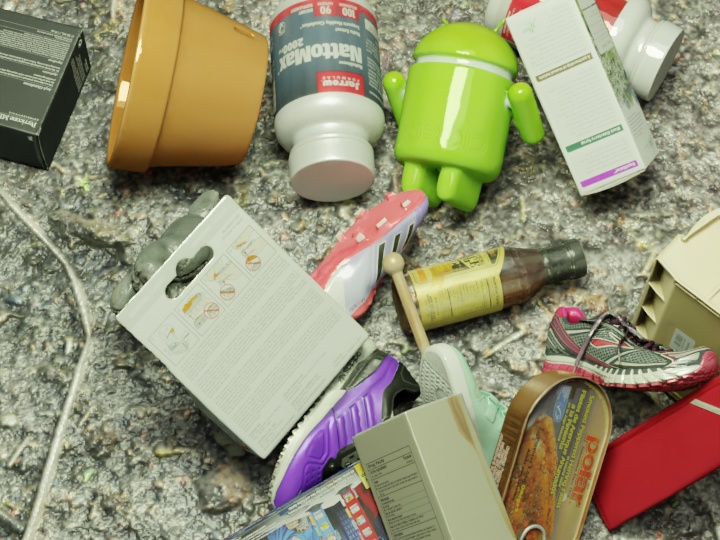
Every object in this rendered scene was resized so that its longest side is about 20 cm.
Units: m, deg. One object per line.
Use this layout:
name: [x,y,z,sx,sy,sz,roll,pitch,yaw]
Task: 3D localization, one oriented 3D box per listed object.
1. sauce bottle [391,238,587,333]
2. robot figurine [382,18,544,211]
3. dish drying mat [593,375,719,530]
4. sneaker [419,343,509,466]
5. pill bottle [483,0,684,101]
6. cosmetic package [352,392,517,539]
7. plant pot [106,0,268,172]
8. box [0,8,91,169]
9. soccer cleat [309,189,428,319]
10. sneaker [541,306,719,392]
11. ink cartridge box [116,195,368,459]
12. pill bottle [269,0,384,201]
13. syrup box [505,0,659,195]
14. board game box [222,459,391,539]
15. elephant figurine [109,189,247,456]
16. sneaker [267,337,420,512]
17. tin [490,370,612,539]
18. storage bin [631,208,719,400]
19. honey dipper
sauce bottle: [0.132,0.011,1.684,0.198,0.066,0.067,-15,65,-10]
robot figurine: [0.101,-0.167,1.722,0.174,0.115,0.202,8,84,32]
dish drying mat: [0.292,0.169,1.554,0.018,0.200,0.077,7,54,-45]
sneaker: [0.133,0.130,1.574,0.118,0.202,0.074,-34,30,-19]
pill bottle: [0.243,-0.265,1.789,0.199,0.113,0.113,28,67,13]
cosmetic package: [0.076,0.224,1.494,0.071,0.105,0.202,-15,82,-34]
plant pot: [-0.178,-0.191,1.720,0.139,0.200,0.202,12,63,-12]
box: [-0.410,-0.208,1.780,0.198,0.079,0.142,15,62,7]
soccer cleat: [0.000,0.000,1.674,0.200,0.077,0.067,-44,27,-10]
sneaker: [0.253,0.077,1.585,0.199,0.080,0.076,4,88,46]
ink cartridge box: [-0.114,0.055,1.568,0.200,0.050,0.162,44,78,-13]
pill bottle: [-0.034,-0.183,1.745,0.118,0.120,0.202,-4,64,-2]
syrup box: [0.232,-0.188,1.710,0.081,0.079,0.202,-20,98,26]
board game box: [-0.003,0.294,1.528,0.199,0.062,0.201,-27,87,-29]
elephant figurine: [-0.138,0.052,1.643,0.199,0.156,0.141,38,26,6]
sneaker: [-0.009,0.168,1.604,0.099,0.070,0.201,33,70,8]
tin: [0.172,0.192,1.550,0.111,0.042,0.202,14,96,-31]
storage bin: [0.366,0.067,1.578,0.198,0.201,0.094,40,68,18]
honey dipper: [0.065,0.077,1.627,0.038,0.038,0.202,-19,87,-9]
